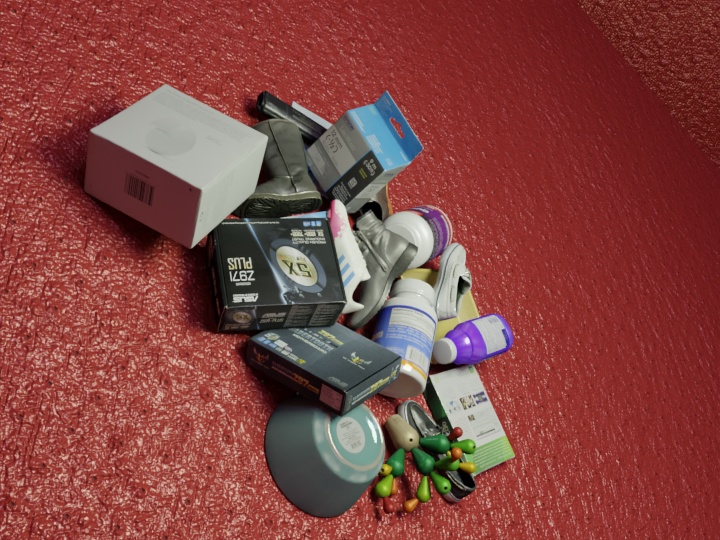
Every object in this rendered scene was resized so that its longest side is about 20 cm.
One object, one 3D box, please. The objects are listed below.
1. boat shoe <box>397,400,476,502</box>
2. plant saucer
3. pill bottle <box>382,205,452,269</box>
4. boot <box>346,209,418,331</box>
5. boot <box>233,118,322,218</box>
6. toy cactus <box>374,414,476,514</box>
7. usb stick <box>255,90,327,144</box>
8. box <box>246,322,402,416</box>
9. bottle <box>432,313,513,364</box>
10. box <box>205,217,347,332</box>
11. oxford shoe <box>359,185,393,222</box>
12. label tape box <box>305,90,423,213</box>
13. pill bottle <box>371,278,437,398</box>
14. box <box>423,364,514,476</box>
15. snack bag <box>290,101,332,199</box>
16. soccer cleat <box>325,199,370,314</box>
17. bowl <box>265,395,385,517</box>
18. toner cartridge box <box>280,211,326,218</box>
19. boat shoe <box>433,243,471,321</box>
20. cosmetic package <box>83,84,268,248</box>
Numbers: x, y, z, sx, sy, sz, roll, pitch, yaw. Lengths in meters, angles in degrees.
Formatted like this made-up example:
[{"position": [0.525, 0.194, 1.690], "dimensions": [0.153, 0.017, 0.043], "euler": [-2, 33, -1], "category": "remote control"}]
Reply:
[{"position": [0.140, 0.314, 1.549], "dimensions": [0.070, 0.066, 0.200], "euler": [-17, 77, -50], "category": "boat shoe"}, {"position": [0.158, 0.096, 1.736], "dimensions": [0.200, 0.048, 0.200], "euler": [2, 63, -45], "category": "plant saucer"}, {"position": [0.103, -0.065, 1.709], "dimensions": [0.113, 0.112, 0.200], "euler": [58, 23, 4], "category": "pill bottle"}, {"position": [0.000, 0.000, 1.582], "dimensions": [0.132, 0.070, 0.200], "euler": [34, 84, -6], "category": "boot"}, {"position": [-0.170, -0.190, 1.588], "dimensions": [0.181, 0.073, 0.200], "euler": [-5, 61, -29], "category": "boot"}, {"position": [0.094, 0.310, 1.474], "dimensions": [0.200, 0.102, 0.165], "euler": [-30, 52, -14], "category": "toy cactus"}, {"position": [-0.117, -0.285, 1.704], "dimensions": [0.200, 0.033, 0.056], "euler": [28, 40, -31], "category": "usb stick"}, {"position": [-0.057, 0.142, 1.398], "dimensions": [0.200, 0.051, 0.158], "euler": [26, 29, 28], "category": "box"}, {"position": [0.214, 0.137, 1.674], "dimensions": [0.200, 0.065, 0.084], "euler": [-12, 71, -48], "category": "bottle"}, {"position": [-0.139, 0.005, 1.412], "dimensions": [0.199, 0.086, 0.164], "euler": [-1, 60, -20], "category": "box"}, {"position": [0.019, -0.166, 1.707], "dimensions": [0.073, 0.071, 0.200], "euler": [-59, 133, -66], "category": "oxford shoe"}, {"position": [0.002, -0.221, 1.635], "dimensions": [0.066, 0.200, 0.144], "euler": [-8, 63, -54], "category": "label tape box"}, {"position": [0.078, 0.118, 1.571], "dimensions": [0.112, 0.112, 0.200], "euler": [32, 51, -25], "category": "pill bottle"}, {"position": [0.203, 0.283, 1.660], "dimensions": [0.144, 0.036, 0.200], "euler": [-7, 68, -47], "category": "box"}, {"position": [-0.077, -0.231, 1.751], "dimensions": [0.188, 0.021, 0.200], "euler": [25, 48, -32], "category": "snack bag"}, {"position": [-0.025, -0.022, 1.527], "dimensions": [0.086, 0.070, 0.201], "euler": [3, 95, -4], "category": "soccer cleat"}, {"position": [-0.038, 0.273, 1.369], "dimensions": [0.201, 0.105, 0.201], "euler": [26, 47, -32], "category": "bowl"}, {"position": [-0.105, -0.050, 1.577], "dimensions": [0.200, 0.043, 0.095], "euler": [-14, 73, -49], "category": "toner cartridge box"}, {"position": [0.187, 0.026, 1.710], "dimensions": [0.074, 0.067, 0.200], "euler": [64, 36, -41], "category": "boat shoe"}, {"position": [-0.286, -0.167, 1.364], "dimensions": [0.199, 0.123, 0.200], "euler": [28, 41, 9], "category": "cosmetic package"}]
